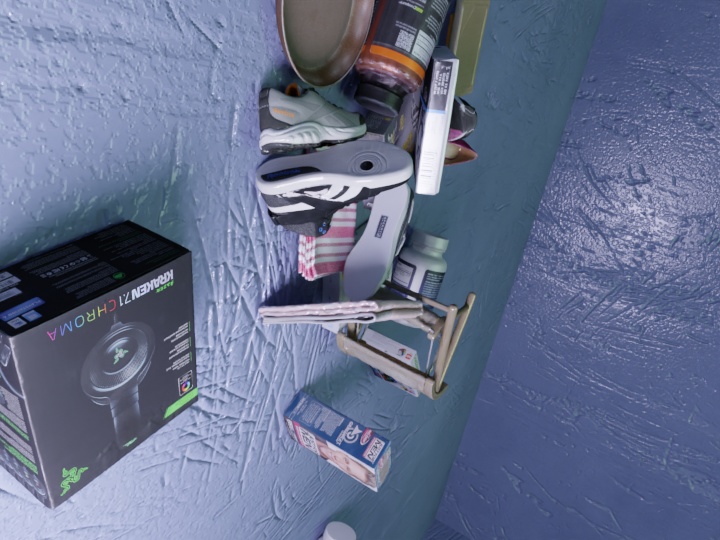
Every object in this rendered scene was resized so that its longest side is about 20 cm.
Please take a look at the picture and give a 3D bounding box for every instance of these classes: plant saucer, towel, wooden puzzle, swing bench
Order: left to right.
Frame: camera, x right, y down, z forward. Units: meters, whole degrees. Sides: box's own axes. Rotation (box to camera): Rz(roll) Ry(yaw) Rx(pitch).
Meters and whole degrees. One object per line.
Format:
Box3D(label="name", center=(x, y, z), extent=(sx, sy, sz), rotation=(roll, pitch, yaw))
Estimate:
Box3D(label="plant saucer", center=(-0.044, -0.328, 0.676), extent=(0.200, 0.032, 0.202), rotation=(-47, 148, -41))
Box3D(label="towel", center=(-0.039, -0.092, 0.842), extent=(0.146, 0.029, 0.204), rotation=(-13, 110, -63))
Box3D(label="towel", center=(-0.025, 0.066, 0.852), extent=(0.190, 0.197, 0.033), rotation=(7, 80, -65))
Box3D(label="swing bench", center=(0.073, 0.106, 0.992), extent=(0.129, 0.197, 0.203), rotation=(-16, 125, -60))
Box3D(label="wooden puzzle", center=(0.204, -0.444, 1.115), extent=(0.200, 0.037, 0.188), rotation=(-42, 145, -54))

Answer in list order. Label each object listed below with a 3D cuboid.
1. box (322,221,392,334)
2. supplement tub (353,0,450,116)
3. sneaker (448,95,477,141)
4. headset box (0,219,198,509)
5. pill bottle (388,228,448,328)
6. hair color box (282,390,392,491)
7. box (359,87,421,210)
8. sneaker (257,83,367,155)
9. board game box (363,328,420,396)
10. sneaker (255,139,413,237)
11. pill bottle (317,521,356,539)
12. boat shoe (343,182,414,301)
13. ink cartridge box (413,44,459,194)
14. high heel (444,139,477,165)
Box3D(label="box", center=(0.000, 0.000, 1.038), extent=(0.200, 0.041, 0.158), rotation=(-44, 146, -45))
Box3D(label="supplement tub", center=(0.055, -0.330, 0.795), extent=(0.107, 0.106, 0.203), rotation=(10, 101, -66))
Box3D(label="sneaker", center=(0.178, -0.281, 1.011), extent=(0.200, 0.085, 0.082), rotation=(-115, -155, -67))
Box3D(label="headset box", center=(-0.246, 0.084, 0.513), extent=(0.174, 0.092, 0.203), rotation=(-35, 141, -50))
Box3D(label="pill bottle", center=(0.128, 0.015, 1.237), extent=(0.111, 0.110, 0.203), rotation=(-6, 116, -64))
Box3D(label="hair color box", center=(-0.041, 0.308, 1.011), extent=(0.061, 0.198, 0.101), rotation=(-51, 151, -32))
Box3D(label="box", center=(0.057, -0.222, 0.929), extent=(0.160, 0.048, 0.201), rotation=(84, 27, -49))
Box3D(label="sneaker", center=(-0.055, -0.196, 0.708), extent=(0.199, 0.073, 0.081), rotation=(-24, 106, -56))
Box3D(label="board game box", center=(0.075, 0.214, 1.275), extent=(0.035, 0.125, 0.201), rotation=(-56, 154, -23))
Box3D(label="sneaker", center=(-0.027, -0.100, 0.724), extent=(0.113, 0.196, 0.074), rotation=(76, 13, -52))
Box3D(label="pill bottle", center=(-0.078, 0.754, 1.422), extent=(0.112, 0.111, 0.203), rotation=(-3, 113, -64))
Box3D(label="boat shoe", center=(0.034, -0.044, 0.880), extent=(0.068, 0.071, 0.203), rotation=(18, 91, -64))
Box3D(label="ink cartridge box", center=(0.116, -0.251, 0.900), extent=(0.201, 0.043, 0.201), rotation=(-82, 177, -63))
Box3D(label="high heel", center=(0.163, -0.232, 1.123), extent=(0.199, 0.095, 0.068), rotation=(-25, 133, -58))
